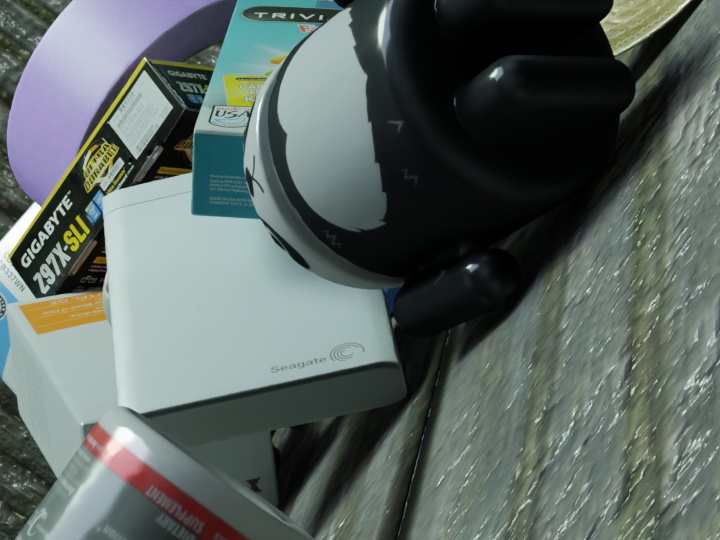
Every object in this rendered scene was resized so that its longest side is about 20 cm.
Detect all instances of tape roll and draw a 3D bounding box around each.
[{"bbox_3d":[-0.113,-0.100,1.626,0.200,0.066,0.200,-33,-34,-26],"label":"tape roll"}]

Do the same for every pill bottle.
[{"bbox_3d":[-0.113,0.167,1.107,0.200,0.114,0.114,-55,5,-3],"label":"pill bottle"}]

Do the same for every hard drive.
[{"bbox_3d":[-0.056,0.009,1.308,0.200,0.132,0.027,-102,0,-56],"label":"hard drive"}]

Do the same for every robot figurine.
[{"bbox_3d":[0.030,-0.066,1.168,0.200,0.125,0.150,-30,27,53],"label":"robot figurine"}]

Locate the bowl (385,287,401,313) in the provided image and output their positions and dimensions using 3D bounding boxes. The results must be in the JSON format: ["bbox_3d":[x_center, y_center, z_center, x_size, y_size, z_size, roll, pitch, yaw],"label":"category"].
[{"bbox_3d":[0.000,0.000,1.583,0.201,0.039,0.201,-54,5,7],"label":"bowl"}]

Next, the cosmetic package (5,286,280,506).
[{"bbox_3d":[-0.121,0.070,1.456,0.200,0.101,0.071,-138,40,-64],"label":"cosmetic package"}]

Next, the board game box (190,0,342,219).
[{"bbox_3d":[0.001,-0.083,1.364,0.200,0.151,0.047,-82,-5,-65],"label":"board game box"}]

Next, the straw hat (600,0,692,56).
[{"bbox_3d":[0.127,-0.180,1.279,0.085,0.201,0.201,13,-61,-54],"label":"straw hat"}]

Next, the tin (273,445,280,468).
[{"bbox_3d":[-0.103,0.161,1.486,0.112,0.042,0.200,-55,3,42],"label":"tin"}]

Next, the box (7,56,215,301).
[{"bbox_3d":[-0.087,-0.044,1.587,0.200,0.049,0.160,2,-49,-50],"label":"box"}]

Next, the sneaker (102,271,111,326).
[{"bbox_3d":[-0.035,-0.008,1.402,0.200,0.079,0.095,-18,12,-16],"label":"sneaker"}]

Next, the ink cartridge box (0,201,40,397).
[{"bbox_3d":[-0.140,0.013,1.799,0.200,0.147,0.146,-49,-28,5],"label":"ink cartridge box"}]
